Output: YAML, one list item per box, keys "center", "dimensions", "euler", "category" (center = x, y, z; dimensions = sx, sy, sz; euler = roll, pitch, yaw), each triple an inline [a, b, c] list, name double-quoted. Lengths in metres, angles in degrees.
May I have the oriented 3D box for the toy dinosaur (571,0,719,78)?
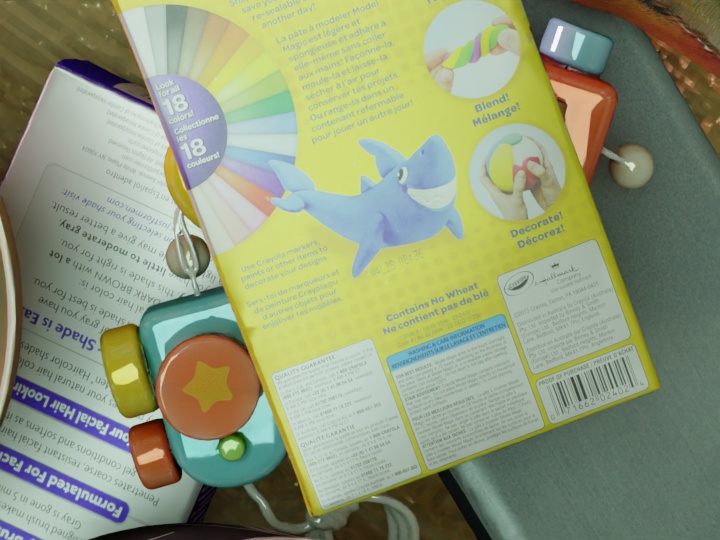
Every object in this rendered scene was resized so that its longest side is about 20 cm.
- center: [0.046, -0.116, 0.921]
  dimensions: [0.181, 0.105, 0.201]
  euler: [-4, 111, 10]
  category: "toy dinosaur"

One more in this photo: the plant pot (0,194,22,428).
- center: [-0.201, 0.008, 0.941]
  dimensions: [0.200, 0.134, 0.201]
  euler: [0, 94, 3]
  category: "plant pot"

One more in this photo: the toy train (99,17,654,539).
- center: [0.000, 0.000, 0.919]
  dimensions: [0.150, 0.056, 0.201]
  euler: [24, 97, -2]
  category: "toy train"

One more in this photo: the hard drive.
- center: [0.072, 0.011, 0.982]
  dimensions: [0.139, 0.033, 0.200]
  euler: [-33, 96, -14]
  category: "hard drive"

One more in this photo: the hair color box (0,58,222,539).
- center: [-0.094, 0.038, 1.023]
  dimensions: [0.109, 0.065, 0.201]
  euler: [25, 95, 4]
  category: "hair color box"

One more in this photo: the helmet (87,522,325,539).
- center: [-0.050, 0.177, 0.921]
  dimensions: [0.199, 0.191, 0.201]
  euler: [10, 67, -25]
  category: "helmet"

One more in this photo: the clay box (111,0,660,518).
- center: [0.003, -0.040, 0.866]
  dimensions: [0.115, 0.048, 0.201]
  euler: [-20, 97, 1]
  category: "clay box"
